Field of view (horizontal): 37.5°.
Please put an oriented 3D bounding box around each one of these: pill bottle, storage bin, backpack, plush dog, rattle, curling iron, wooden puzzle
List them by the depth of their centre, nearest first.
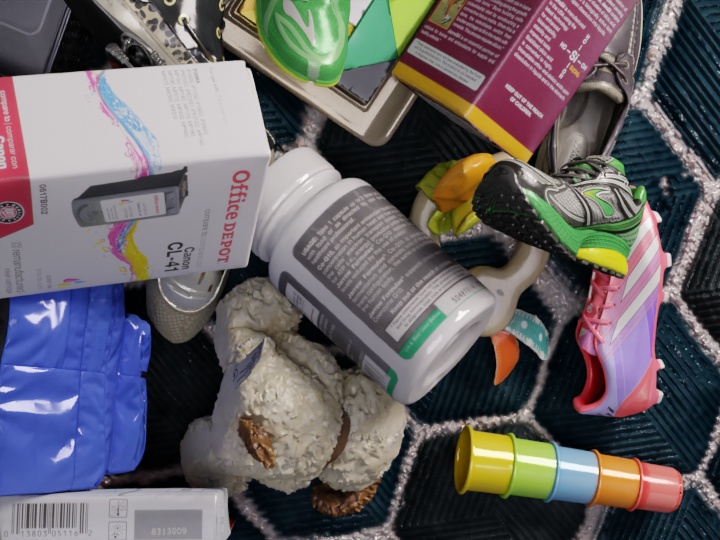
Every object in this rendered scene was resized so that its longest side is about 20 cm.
[{"bbox_3d":[-0.151,-0.112,0.798,0.049,0.200,0.026,36,73,14],"label":"curling iron"},{"bbox_3d":[-0.270,-0.248,0.822,0.134,0.094,0.201,21,97,-6],"label":"storage bin"},{"bbox_3d":[0.000,0.000,0.840,0.200,0.113,0.113,42,96,15],"label":"pill bottle"},{"bbox_3d":[-0.257,0.067,0.840,0.167,0.162,0.202,5,81,-46],"label":"backpack"},{"bbox_3d":[0.117,0.005,0.865,0.129,0.143,0.202,-11,94,-19],"label":"rattle"},{"bbox_3d":[-0.015,-0.229,0.866,0.199,0.037,0.186,33,97,-8],"label":"wooden puzzle"},{"bbox_3d":[-0.038,0.122,0.883,0.171,0.160,0.202,10,100,-29],"label":"plush dog"}]

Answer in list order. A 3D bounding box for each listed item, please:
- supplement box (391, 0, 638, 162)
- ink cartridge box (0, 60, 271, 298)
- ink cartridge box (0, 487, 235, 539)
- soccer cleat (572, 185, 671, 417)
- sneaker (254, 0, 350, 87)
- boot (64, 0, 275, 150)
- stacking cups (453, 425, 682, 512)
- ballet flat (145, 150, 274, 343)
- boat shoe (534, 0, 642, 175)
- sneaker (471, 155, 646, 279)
[{"bbox_3d":[0.131,-0.201,0.829,0.085,0.110,0.201,29,98,-41],"label":"supplement box"},{"bbox_3d":[-0.171,-0.059,0.718,0.198,0.148,0.086,-7,61,-18],"label":"ink cartridge box"},{"bbox_3d":[-0.185,0.195,0.856,0.159,0.200,0.048,-1,83,-3],"label":"ink cartridge box"},{"bbox_3d":[0.218,0.030,0.907,0.076,0.067,0.202,-7,104,-12],"label":"soccer cleat"},{"bbox_3d":[-0.033,-0.235,0.776,0.073,0.084,0.202,6,80,-18],"label":"sneaker"},{"bbox_3d":[-0.108,-0.196,0.806,0.204,0.073,0.154,44,71,-21],"label":"boot"},{"bbox_3d":[0.185,0.177,0.936,0.198,0.061,0.061,7,99,-6],"label":"stacking cups"},{"bbox_3d":[-0.131,-0.029,0.881,0.067,0.062,0.201,22,98,-5],"label":"ballet flat"},{"bbox_3d":[0.194,-0.151,0.875,0.071,0.065,0.202,15,99,-5],"label":"boat shoe"},{"bbox_3d":[0.153,-0.055,0.804,0.078,0.199,0.086,22,95,37],"label":"sneaker"}]
